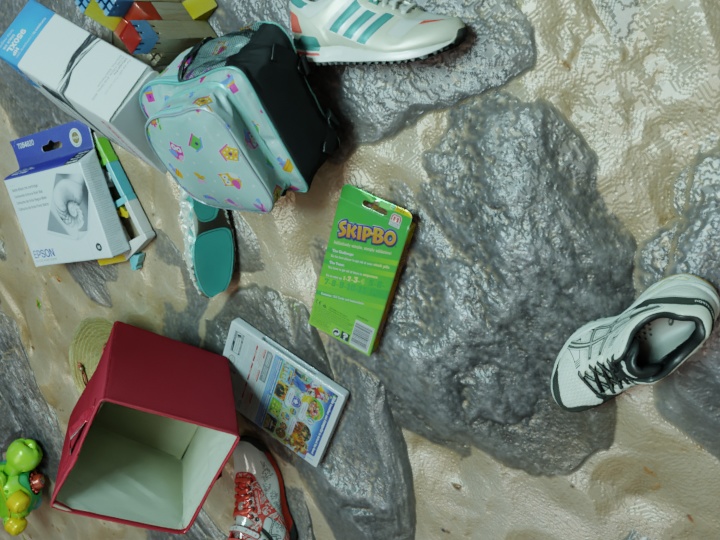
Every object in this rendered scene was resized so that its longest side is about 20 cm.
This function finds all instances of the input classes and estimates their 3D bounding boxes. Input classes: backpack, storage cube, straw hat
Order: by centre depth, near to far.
[{"bbox_3d":[-0.147,-0.160,0.696,0.199,0.154,0.176,13,148,41],"label":"backpack"},{"bbox_3d":[-0.278,0.205,0.827,0.198,0.180,0.172,23,107,-26],"label":"storage cube"},{"bbox_3d":[-0.363,0.148,0.989,0.199,0.085,0.204,10,112,26],"label":"straw hat"}]

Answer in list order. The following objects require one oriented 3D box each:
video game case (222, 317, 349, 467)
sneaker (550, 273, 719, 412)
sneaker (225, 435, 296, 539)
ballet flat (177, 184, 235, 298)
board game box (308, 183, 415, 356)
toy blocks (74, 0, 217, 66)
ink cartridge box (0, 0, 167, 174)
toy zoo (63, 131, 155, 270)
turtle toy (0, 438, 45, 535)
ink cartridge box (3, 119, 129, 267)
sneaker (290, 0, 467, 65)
[{"bbox_3d":[-0.120,0.176,0.903,0.199,0.018,0.144,31,120,16],"label":"video game case"},{"bbox_3d":[0.255,0.083,0.612,0.076,0.088,0.201,42,125,7],"label":"sneaker"},{"bbox_3d":[-0.166,0.363,0.945,0.067,0.108,0.204,-10,103,32],"label":"sneaker"},{"bbox_3d":[-0.211,-0.066,0.843,0.071,0.072,0.203,9,110,26],"label":"ballet flat"},{"bbox_3d":[0.000,0.000,0.762,0.095,0.030,0.202,26,122,18],"label":"board game box"},{"bbox_3d":[-0.264,-0.315,0.724,0.100,0.136,0.201,-34,90,34],"label":"toy blocks"},{"bbox_3d":[-0.322,-0.224,0.779,0.199,0.145,0.085,31,81,16],"label":"ink cartridge box"},{"bbox_3d":[-0.386,-0.092,0.949,0.130,0.020,0.202,-20,98,34],"label":"toy zoo"},{"bbox_3d":[-0.710,0.432,1.285,0.145,0.101,0.201,33,121,15],"label":"turtle toy"},{"bbox_3d":[-0.455,-0.111,0.943,0.198,0.041,0.202,-5,106,31],"label":"ink cartridge box"},{"bbox_3d":[0.009,-0.261,0.629,0.198,0.070,0.094,9,119,29],"label":"sneaker"}]
